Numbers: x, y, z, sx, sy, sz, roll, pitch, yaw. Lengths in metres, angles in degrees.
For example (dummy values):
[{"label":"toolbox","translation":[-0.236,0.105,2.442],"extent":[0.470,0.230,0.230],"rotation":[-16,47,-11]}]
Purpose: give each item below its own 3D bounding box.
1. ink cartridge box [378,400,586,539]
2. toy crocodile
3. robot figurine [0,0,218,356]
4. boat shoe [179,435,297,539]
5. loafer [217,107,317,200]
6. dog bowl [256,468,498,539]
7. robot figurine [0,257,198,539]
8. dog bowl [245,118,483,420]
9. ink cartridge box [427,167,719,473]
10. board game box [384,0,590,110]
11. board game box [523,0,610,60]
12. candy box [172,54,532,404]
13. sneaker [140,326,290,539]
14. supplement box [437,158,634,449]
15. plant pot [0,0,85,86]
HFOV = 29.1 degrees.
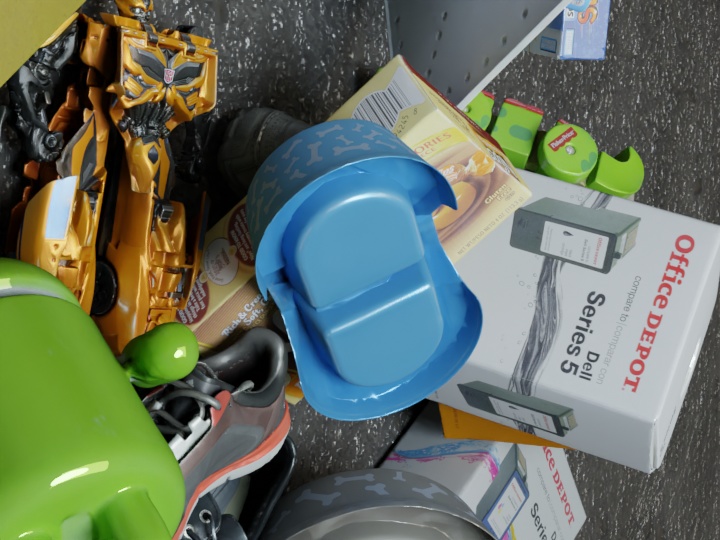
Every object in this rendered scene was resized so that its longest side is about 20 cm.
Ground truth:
[{"label":"ink cartridge box","translation":[0.073,0.191,1.010],"extent":[0.200,0.087,0.146],"rotation":[-49,129,-39]},{"label":"toy crocodile","translation":[0.098,-0.090,0.942],"extent":[0.068,0.198,0.062],"rotation":[113,-2,-62]},{"label":"robot figurine","translation":[-0.127,-0.047,0.731],"extent":[0.144,0.058,0.202],"rotation":[3,99,-53]},{"label":"boat shoe","translation":[-0.086,0.147,0.767],"extent":[0.199,0.065,0.075],"rotation":[-47,127,-63]},{"label":"loafer","translation":[-0.014,-0.034,0.878],"extent":[0.200,0.069,0.071],"rotation":[41,63,-51]},{"label":"dog bowl","translation":[0.002,0.211,0.859],"extent":[0.198,0.059,0.202],"rotation":[-5,118,-9]},{"label":"robot figurine","translation":[-0.153,0.077,0.613],"extent":[0.174,0.200,0.116],"rotation":[-23,144,-23]},{"label":"dog bowl","translation":[0.000,0.000,0.749],"extent":[0.111,0.050,0.201],"rotation":[-25,139,-5]},{"label":"ink cartridge box","translation":[0.116,0.022,0.887],"extent":[0.084,0.198,0.146],"rotation":[73,38,-58]},{"label":"board game box","translation":[0.074,-0.198,0.833],"extent":[0.026,0.200,0.202],"rotation":[9,61,-27]},{"label":"board game box","translation":[0.096,-0.216,0.891],"extent":[0.034,0.200,0.137],"rotation":[-3,106,-24]},{"label":"candy box","translation":[-0.010,-0.018,0.806],"extent":[0.200,0.056,0.115],"rotation":[-41,140,13]},{"label":"sneaker","translation":[-0.104,0.088,0.716],"extent":[0.200,0.077,0.082],"rotation":[-43,153,-50]},{"label":"supplement box","translation":[0.127,0.020,0.981],"extent":[0.074,0.125,0.202],"rotation":[75,22,-59]},{"label":"plant pot","translation":[-0.213,-0.148,0.520],"extent":[0.201,0.198,0.177],"rotation":[-55,145,-32]}]
